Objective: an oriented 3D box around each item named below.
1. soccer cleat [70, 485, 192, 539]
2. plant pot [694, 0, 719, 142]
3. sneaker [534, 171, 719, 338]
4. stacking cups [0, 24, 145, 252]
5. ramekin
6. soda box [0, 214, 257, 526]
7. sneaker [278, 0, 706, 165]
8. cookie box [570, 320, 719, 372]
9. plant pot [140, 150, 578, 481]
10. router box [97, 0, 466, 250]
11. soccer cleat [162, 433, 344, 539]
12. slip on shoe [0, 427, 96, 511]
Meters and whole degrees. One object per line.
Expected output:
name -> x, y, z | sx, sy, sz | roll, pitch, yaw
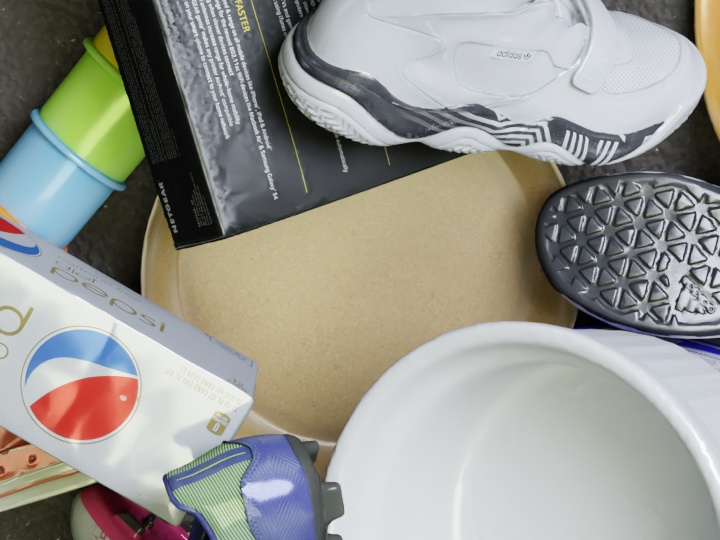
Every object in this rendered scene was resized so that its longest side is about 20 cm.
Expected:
soccer cleat -> -0.071, 0.185, 1.329 | 0.200, 0.070, 0.086 | 43, 100, -12
plant pot -> 0.271, -0.120, 1.254 | 0.182, 0.200, 0.201 | 4, 102, -24
sneaker -> 0.176, 0.000, 1.313 | 0.199, 0.083, 0.072 | 6, 85, 2
stacking cups -> -0.136, -0.039, 1.276 | 0.060, 0.061, 0.200 | 40, 95, -13
ramekin -> 0.090, 0.118, 1.238 | 0.200, 0.098, 0.201 | 3, 95, 33
soda box -> -0.144, 0.025, 1.235 | 0.200, 0.064, 0.068 | 30, 100, -5
sneaker -> 0.073, -0.106, 1.188 | 0.199, 0.075, 0.115 | 0, 139, -30
cookie box -> 0.155, 0.140, 1.303 | 0.171, 0.075, 0.201 | 15, 102, 27
plant pot -> 0.000, 0.000, 1.320 | 0.199, 0.027, 0.201 | -1, 103, -6
router box -> -0.036, -0.125, 1.229 | 0.149, 0.051, 0.201 | -19, 95, -31
soccer cleat -> -0.054, 0.154, 1.237 | 0.083, 0.065, 0.201 | -9, 126, -18
slip on shoe -> -0.187, 0.084, 1.296 | 0.199, 0.074, 0.061 | -18, 92, -6
